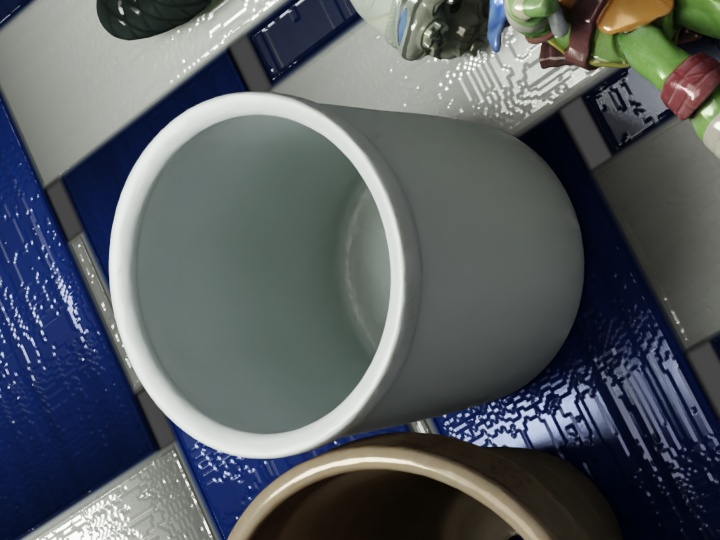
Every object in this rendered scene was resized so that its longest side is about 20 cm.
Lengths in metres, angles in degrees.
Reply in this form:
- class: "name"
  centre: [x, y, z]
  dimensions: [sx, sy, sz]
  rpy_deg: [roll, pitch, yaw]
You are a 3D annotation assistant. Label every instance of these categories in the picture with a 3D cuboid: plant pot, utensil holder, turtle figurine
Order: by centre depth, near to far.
- class: "turtle figurine"
  centre: [0.142, -0.146, 0.892]
  dimensions: [0.194, 0.144, 0.200]
  rpy_deg: [38, 123, 17]
- class: "plant pot"
  centre: [0.051, 0.161, 0.936]
  dimensions: [0.200, 0.175, 0.201]
  rpy_deg: [6, 104, 25]
- class: "utensil holder"
  centre: [0.000, 0.000, 0.958]
  dimensions: [0.170, 0.200, 0.171]
  rpy_deg: [1, 92, 31]

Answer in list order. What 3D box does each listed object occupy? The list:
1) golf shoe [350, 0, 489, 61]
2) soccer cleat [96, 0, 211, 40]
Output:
- class: "golf shoe"
  centre: [0.047, -0.214, 0.998]
  dimensions: [0.097, 0.078, 0.200]
  rpy_deg: [37, 109, 33]
- class: "soccer cleat"
  centre: [-0.089, -0.198, 1.077]
  dimensions: [0.200, 0.081, 0.068]
  rpy_deg: [-32, 75, 29]
